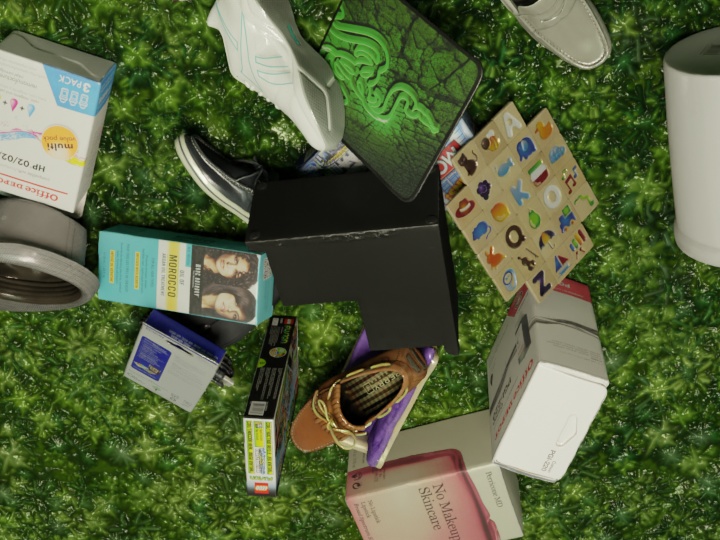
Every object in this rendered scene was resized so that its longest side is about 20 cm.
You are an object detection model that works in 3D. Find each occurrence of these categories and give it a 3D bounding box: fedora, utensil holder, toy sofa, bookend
[{"bbox_3d":[-0.382,-0.022,1.197,0.199,0.091,0.176,-11,153,37],"label":"fedora"},{"bbox_3d":[0.394,-0.129,1.070,0.168,0.170,0.202,-10,117,8],"label":"utensil holder"},{"bbox_3d":[0.021,0.133,1.279,0.082,0.098,0.201,20,120,-9],"label":"toy sofa"},{"bbox_3d":[0.000,0.000,1.147,0.197,0.093,0.201,-5,135,10],"label":"bookend"}]

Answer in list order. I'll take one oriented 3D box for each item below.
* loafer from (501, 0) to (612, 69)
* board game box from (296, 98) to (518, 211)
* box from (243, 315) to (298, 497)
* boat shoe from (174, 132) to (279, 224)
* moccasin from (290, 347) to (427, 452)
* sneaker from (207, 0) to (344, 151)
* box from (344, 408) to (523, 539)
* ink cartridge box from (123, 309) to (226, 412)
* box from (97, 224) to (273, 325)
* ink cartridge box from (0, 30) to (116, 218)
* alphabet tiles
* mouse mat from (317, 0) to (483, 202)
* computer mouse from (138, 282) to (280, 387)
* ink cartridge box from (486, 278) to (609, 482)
[{"bbox_3d":[0.176,-0.270,1.056,0.200,0.070,0.070,39,115,-18],"label":"loafer"},{"bbox_3d":[0.066,-0.108,1.159,0.200,0.062,0.200,40,114,-18],"label":"board game box"},{"bbox_3d":[-0.101,0.152,1.237,0.034,0.201,0.111,3,121,3],"label":"box"},{"bbox_3d":[-0.119,-0.090,1.175,0.200,0.075,0.062,39,107,-21],"label":"boat shoe"},{"bbox_3d":[-0.009,0.156,1.219,0.201,0.078,0.074,-30,94,32],"label":"moccasin"},{"bbox_3d":[-0.084,-0.206,1.094,0.080,0.070,0.201,-30,89,33],"label":"sneaker"},{"bbox_3d":[0.094,0.277,1.350,0.198,0.109,0.129,-16,118,12],"label":"box"},{"bbox_3d":[-0.216,0.103,1.244,0.099,0.039,0.200,31,152,-5],"label":"ink cartridge box"},{"bbox_3d":[-0.197,0.004,1.205,0.198,0.049,0.083,8,103,15],"label":"box"},{"bbox_3d":[-0.346,-0.142,1.157,0.114,0.068,0.201,17,119,-6],"label":"ink cartridge box"},{"bbox_3d":[0.177,-0.071,1.146,0.166,0.006,0.201,-44,116,-19],"label":"alphabet tiles"},{"bbox_3d":[0.024,-0.187,1.068,0.007,0.200,0.162,-4,132,-47],"label":"mouse mat"},{"bbox_3d":[-0.163,0.053,1.268,0.138,0.053,0.200,37,115,-16],"label":"computer mouse"},{"bbox_3d":[0.205,0.114,1.199,0.084,0.201,0.147,16,119,-6],"label":"ink cartridge box"}]
